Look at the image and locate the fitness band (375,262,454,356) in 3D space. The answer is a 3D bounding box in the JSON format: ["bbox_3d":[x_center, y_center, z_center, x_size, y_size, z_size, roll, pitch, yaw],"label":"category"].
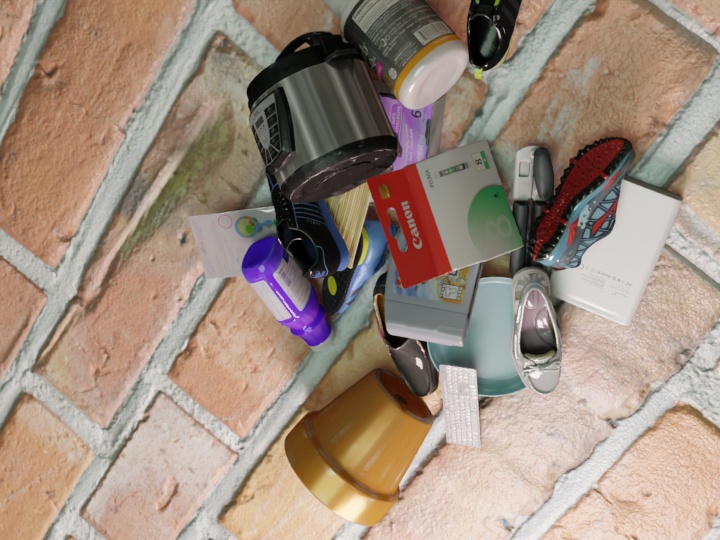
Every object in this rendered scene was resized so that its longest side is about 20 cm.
[{"bbox_3d":[0.098,0.048,1.635,0.142,0.037,0.202,22,115,12],"label":"fitness band"}]

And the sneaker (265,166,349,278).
[{"bbox_3d":[-0.093,-0.079,1.539,0.070,0.077,0.201,-45,71,40],"label":"sneaker"}]

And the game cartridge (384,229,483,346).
[{"bbox_3d":[0.107,0.003,1.543,0.132,0.042,0.202,10,70,13],"label":"game cartridge"}]

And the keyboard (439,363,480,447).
[{"bbox_3d":[0.155,0.210,1.645,0.056,0.011,0.201,12,140,19],"label":"keyboard"}]

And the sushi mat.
[{"bbox_3d":[-0.028,-0.107,1.545,0.095,0.012,0.202,27,118,22],"label":"sushi mat"}]

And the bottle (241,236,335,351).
[{"bbox_3d":[-0.108,0.042,1.667,0.065,0.084,0.201,-17,126,26],"label":"bottle"}]

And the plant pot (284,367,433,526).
[{"bbox_3d":[0.012,0.262,1.677,0.200,0.200,0.184,41,104,2],"label":"plant pot"}]

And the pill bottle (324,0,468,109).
[{"bbox_3d":[0.045,-0.325,1.443,0.201,0.116,0.117,51,121,18],"label":"pill bottle"}]

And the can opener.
[{"bbox_3d":[0.241,-0.078,1.508,0.053,0.067,0.202,0,112,0],"label":"can opener"}]

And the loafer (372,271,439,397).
[{"bbox_3d":[0.061,0.105,1.613,0.072,0.072,0.202,-17,102,27],"label":"loafer"}]

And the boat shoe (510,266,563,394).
[{"bbox_3d":[0.254,0.097,1.541,0.073,0.065,0.204,-5,115,5],"label":"boat shoe"}]

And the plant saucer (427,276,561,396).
[{"bbox_3d":[0.198,0.095,1.595,0.197,0.027,0.202,1,115,3],"label":"plant saucer"}]

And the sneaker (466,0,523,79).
[{"bbox_3d":[0.180,-0.355,1.417,0.071,0.083,0.202,11,114,16],"label":"sneaker"}]

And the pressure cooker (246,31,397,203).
[{"bbox_3d":[-0.058,-0.210,1.429,0.174,0.179,0.202,-23,82,9],"label":"pressure cooker"}]

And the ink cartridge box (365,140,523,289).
[{"bbox_3d":[0.119,-0.080,1.471,0.050,0.199,0.163,-20,89,53],"label":"ink cartridge box"}]

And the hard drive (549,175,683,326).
[{"bbox_3d":[0.354,-0.034,1.509,0.131,0.026,0.202,22,116,12],"label":"hard drive"}]

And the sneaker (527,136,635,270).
[{"bbox_3d":[0.312,-0.089,1.459,0.095,0.079,0.201,24,109,-35],"label":"sneaker"}]

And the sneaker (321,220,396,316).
[{"bbox_3d":[0.000,0.000,1.639,0.066,0.078,0.201,61,143,30],"label":"sneaker"}]

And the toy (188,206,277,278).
[{"bbox_3d":[-0.159,-0.054,1.685,0.197,0.047,0.116,-4,120,15],"label":"toy"}]

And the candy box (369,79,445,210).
[{"bbox_3d":[0.012,-0.187,1.555,0.198,0.072,0.170,13,115,17],"label":"candy box"}]
